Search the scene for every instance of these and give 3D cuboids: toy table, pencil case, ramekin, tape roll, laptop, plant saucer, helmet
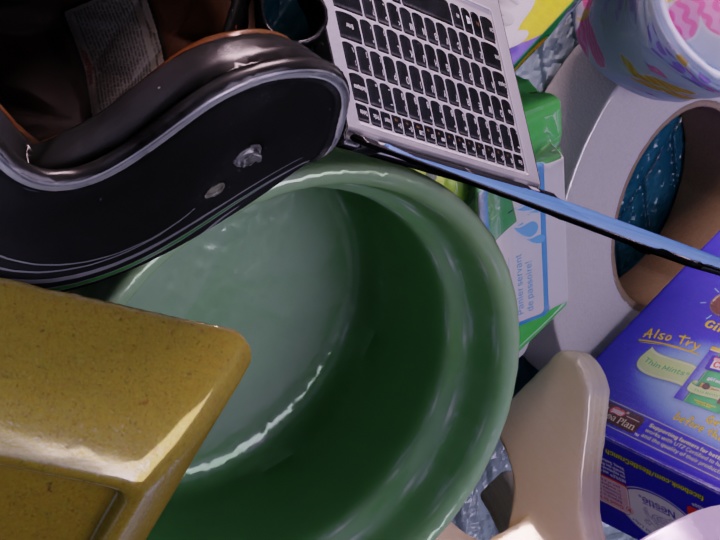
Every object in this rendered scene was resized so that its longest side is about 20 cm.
[{"bbox_3d":[0.068,0.135,1.299,0.200,0.117,0.184,-40,155,12],"label":"toy table"},{"bbox_3d":[0.147,-0.118,1.258,0.200,0.083,0.091,-144,-103,-84],"label":"pencil case"},{"bbox_3d":[-0.048,0.032,1.109,0.199,0.098,0.201,-16,124,-26],"label":"ramekin"},{"bbox_3d":[0.142,-0.037,1.431,0.202,0.037,0.204,-27,127,-41],"label":"tape roll"},{"bbox_3d":[0.071,-0.075,1.043,0.187,0.115,0.201,12,64,-66],"label":"laptop"},{"bbox_3d":[-0.159,0.081,0.960,0.199,0.049,0.200,14,133,-20],"label":"plant saucer"},{"bbox_3d":[-0.116,-0.083,0.956,0.190,0.200,0.201,-15,124,-13],"label":"helmet"}]

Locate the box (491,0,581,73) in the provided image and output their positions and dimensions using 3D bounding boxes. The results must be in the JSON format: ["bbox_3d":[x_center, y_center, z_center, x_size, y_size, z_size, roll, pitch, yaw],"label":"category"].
[{"bbox_3d":[0.062,-0.166,1.203,0.117,0.048,0.200,45,63,-6],"label":"box"}]

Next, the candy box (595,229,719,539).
[{"bbox_3d":[0.217,0.059,1.403,0.200,0.169,0.077,-43,141,-28],"label":"candy box"}]

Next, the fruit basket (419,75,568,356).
[{"bbox_3d":[0.000,0.000,1.228,0.200,0.094,0.186,-29,130,-35],"label":"fruit basket"}]
